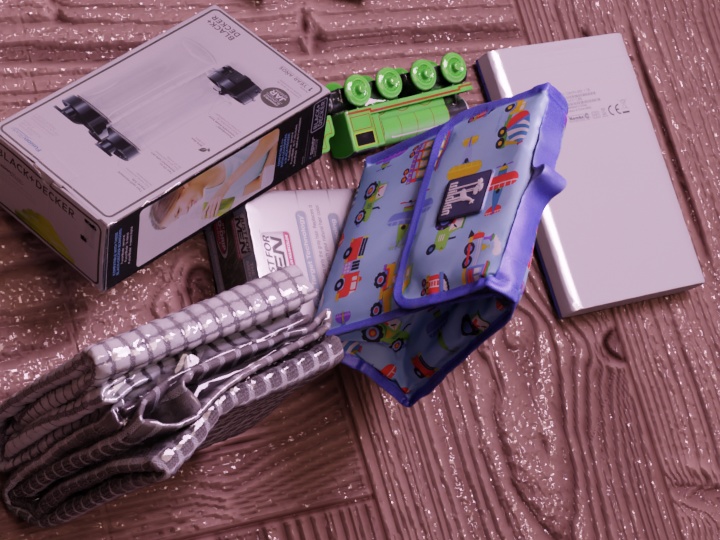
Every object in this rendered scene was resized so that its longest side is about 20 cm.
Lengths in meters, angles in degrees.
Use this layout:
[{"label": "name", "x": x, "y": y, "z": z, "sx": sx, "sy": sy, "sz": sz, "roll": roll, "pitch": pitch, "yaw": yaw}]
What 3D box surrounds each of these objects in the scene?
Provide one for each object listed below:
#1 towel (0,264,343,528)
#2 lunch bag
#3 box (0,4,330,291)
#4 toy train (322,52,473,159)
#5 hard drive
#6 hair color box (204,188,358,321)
[{"label": "towel", "x": -0.118, "y": 0.080, "z": 1.522, "sx": 0.165, "sy": 0.200, "sz": 0.086, "roll": -23, "pitch": 86, "yaw": -35}, {"label": "lunch bag", "x": 0.069, "y": -0.021, "z": 1.604, "sx": 0.094, "sy": 0.200, "sz": 0.151, "roll": 30, "pitch": 58, "yaw": -20}, {"label": "box", "x": -0.129, "y": -0.082, "z": 1.628, "sx": 0.116, "sy": 0.060, "sz": 0.200, "roll": 37, "pitch": 50, "yaw": 25}, {"label": "toy train", "x": 0.001, "y": -0.109, "z": 1.771, "sx": 0.199, "sy": 0.042, "sz": 0.057, "roll": -15, "pitch": 91, "yaw": -36}, {"label": "hard drive", "x": 0.170, "y": -0.072, "z": 1.873, "sx": 0.131, "sy": 0.025, "sz": 0.201, "roll": -11, "pitch": 78, "yaw": -35}, {"label": "hair color box", "x": 0.000, "y": 0.000, "z": 1.714, "sx": 0.199, "sy": 0.061, "sz": 0.100, "roll": -3, "pitch": 74, "yaw": -34}]
